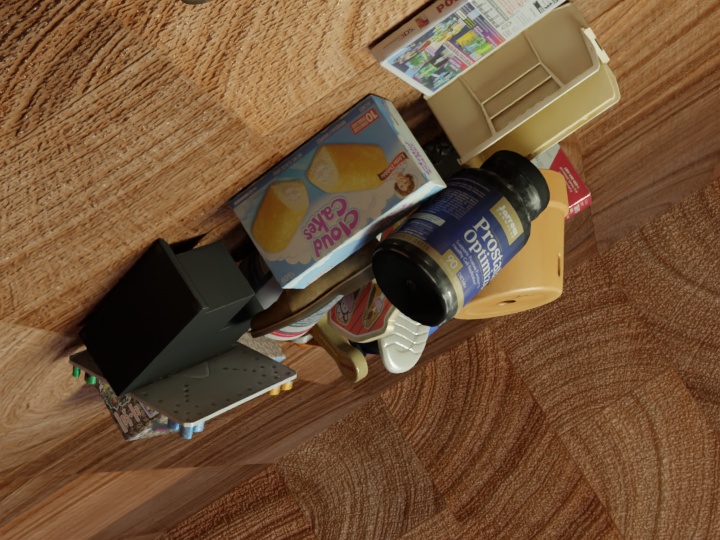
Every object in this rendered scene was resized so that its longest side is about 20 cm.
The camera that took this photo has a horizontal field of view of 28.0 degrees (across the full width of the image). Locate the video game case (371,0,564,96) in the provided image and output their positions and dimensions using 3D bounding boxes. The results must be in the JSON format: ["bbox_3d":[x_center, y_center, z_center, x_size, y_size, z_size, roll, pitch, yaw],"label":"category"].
[{"bbox_3d":[0.113,-0.248,1.438,0.182,0.023,0.200,-35,169,12],"label":"video game case"}]

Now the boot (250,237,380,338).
[{"bbox_3d":[-0.057,0.010,1.630,0.200,0.075,0.074,-33,-177,27],"label":"boot"}]

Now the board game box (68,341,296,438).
[{"bbox_3d":[-0.213,0.124,1.740,0.200,0.200,0.026,-22,129,-50],"label":"board game box"}]

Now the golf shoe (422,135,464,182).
[{"bbox_3d":[0.088,-0.120,1.842,0.200,0.078,0.097,-31,-172,17],"label":"golf shoe"}]

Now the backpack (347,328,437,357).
[{"bbox_3d":[0.040,0.014,1.921,0.168,0.163,0.200,-39,-170,-12],"label":"backpack"}]

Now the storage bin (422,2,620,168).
[{"bbox_3d":[0.194,-0.202,1.663,0.198,0.094,0.200,-34,168,12],"label":"storage bin"}]

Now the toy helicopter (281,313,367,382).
[{"bbox_3d":[-0.061,0.076,1.891,0.079,0.200,0.132,-25,150,-31],"label":"toy helicopter"}]

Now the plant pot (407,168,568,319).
[{"bbox_3d":[0.160,-0.025,1.736,0.200,0.140,0.200,-9,167,-2],"label":"plant pot"}]

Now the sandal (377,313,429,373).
[{"bbox_3d":[0.044,0.028,1.793,0.082,0.203,0.050,10,166,-38],"label":"sandal"}]

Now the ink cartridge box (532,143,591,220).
[{"bbox_3d":[0.188,-0.100,1.936,0.200,0.146,0.083,-33,171,4],"label":"ink cartridge box"}]

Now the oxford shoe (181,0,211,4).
[{"bbox_3d":[-0.065,-0.246,0.910,0.071,0.071,0.200,23,130,-42],"label":"oxford shoe"}]

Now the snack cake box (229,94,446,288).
[{"bbox_3d":[-0.025,-0.081,1.540,0.200,0.115,0.067,-36,168,16],"label":"snack cake box"}]

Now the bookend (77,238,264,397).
[{"bbox_3d":[-0.186,0.033,1.657,0.199,0.092,0.200,-22,163,-48],"label":"bookend"}]

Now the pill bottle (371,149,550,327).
[{"bbox_3d":[0.113,-0.040,1.564,0.200,0.112,0.112,-43,175,-27],"label":"pill bottle"}]

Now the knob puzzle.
[{"bbox_3d":[0.000,0.000,1.769,0.030,0.220,0.220,8,147,-30],"label":"knob puzzle"}]

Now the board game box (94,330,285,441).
[{"bbox_3d":[-0.229,0.132,1.947,0.200,0.097,0.159,-35,168,15],"label":"board game box"}]

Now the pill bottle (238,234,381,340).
[{"bbox_3d":[-0.062,-0.011,1.727,0.120,0.120,0.200,-22,165,-41],"label":"pill bottle"}]
